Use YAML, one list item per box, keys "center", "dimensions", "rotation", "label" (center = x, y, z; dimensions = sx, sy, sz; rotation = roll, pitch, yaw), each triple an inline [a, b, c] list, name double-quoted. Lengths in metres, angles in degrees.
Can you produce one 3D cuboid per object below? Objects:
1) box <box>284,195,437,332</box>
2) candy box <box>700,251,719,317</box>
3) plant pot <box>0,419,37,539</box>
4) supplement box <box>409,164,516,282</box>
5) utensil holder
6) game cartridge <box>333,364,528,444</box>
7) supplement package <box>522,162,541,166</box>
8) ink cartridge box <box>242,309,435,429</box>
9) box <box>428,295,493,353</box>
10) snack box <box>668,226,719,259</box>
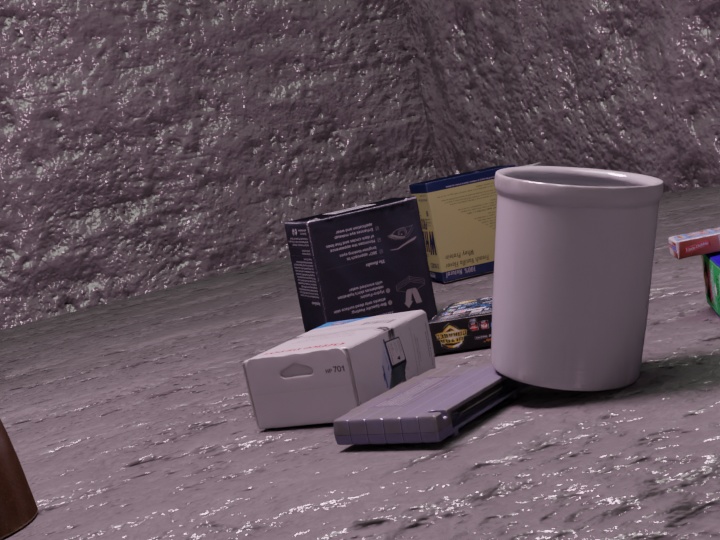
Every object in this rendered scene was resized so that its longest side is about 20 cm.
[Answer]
- center: [0.000, 0.000, 1.833]
  dimensions: [0.194, 0.203, 0.117]
  rotation: [-13, 6, -23]
  label: "box"
- center: [0.502, 0.006, 1.359]
  dimensions: [0.166, 0.078, 0.200]
  rotation: [-10, 4, 11]
  label: "candy box"
- center: [-0.426, 0.161, 1.105]
  dimensions: [0.184, 0.203, 0.187]
  rotation: [-12, 6, 1]
  label: "plant pot"
- center: [0.224, -0.097, 2.345]
  dimensions: [0.197, 0.203, 0.134]
  rotation: [-13, 6, -11]
  label: "supplement box"
- center: [0.216, 0.003, 1.175]
  dimensions: [0.167, 0.203, 0.170]
  rotation: [2, 12, 0]
  label: "utensil holder"
- center: [0.075, 0.137, 1.174]
  dimensions: [0.128, 0.039, 0.199]
  rotation: [-13, 3, 36]
  label: "game cartridge"
- center: [0.457, -0.232, 3.496]
  dimensions: [0.197, 0.154, 0.150]
  rotation: [-10, 5, 20]
  label: "supplement package"
- center: [-0.020, 0.112, 1.338]
  dimensions: [0.145, 0.087, 0.199]
  rotation: [-9, 7, 30]
  label: "ink cartridge box"
- center: [0.202, 0.064, 1.567]
  dimensions: [0.197, 0.047, 0.159]
  rotation: [-10, 6, 18]
  label: "box"
- center: [0.482, -0.047, 1.406]
  dimensions: [0.197, 0.025, 0.072]
  rotation: [-11, 5, 9]
  label: "snack box"
